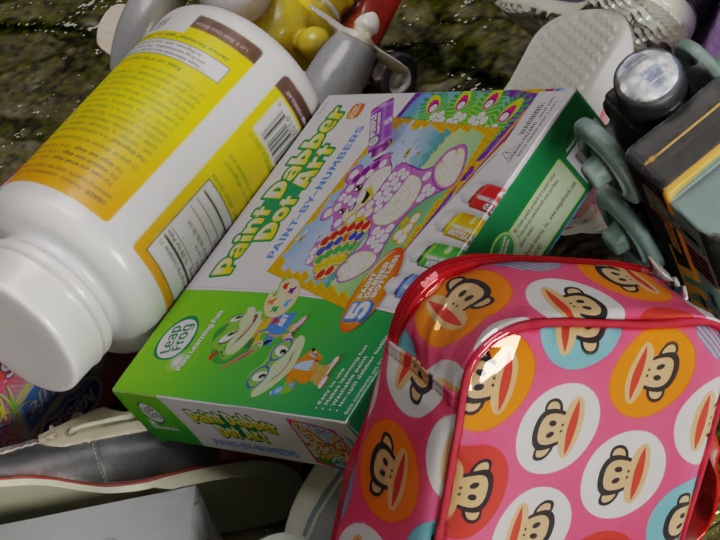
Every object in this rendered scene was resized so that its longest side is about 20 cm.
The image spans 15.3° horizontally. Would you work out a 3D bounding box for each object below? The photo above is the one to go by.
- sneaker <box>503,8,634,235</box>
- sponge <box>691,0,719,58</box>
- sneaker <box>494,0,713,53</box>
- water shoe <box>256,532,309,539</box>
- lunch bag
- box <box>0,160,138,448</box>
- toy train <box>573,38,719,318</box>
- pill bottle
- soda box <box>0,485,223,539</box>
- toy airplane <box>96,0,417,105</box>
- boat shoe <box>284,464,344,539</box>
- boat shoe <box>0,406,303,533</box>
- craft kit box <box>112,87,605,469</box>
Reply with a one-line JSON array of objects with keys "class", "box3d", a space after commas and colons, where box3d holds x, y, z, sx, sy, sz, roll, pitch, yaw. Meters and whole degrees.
[{"class": "sneaker", "box3d": [0.095, -0.043, 1.400, 0.075, 0.105, 0.200, 8, 40, 29]}, {"class": "sponge", "box3d": [0.203, -0.129, 1.403, 0.030, 0.200, 0.112, 21, 44, -4]}, {"class": "sneaker", "box3d": [0.153, -0.170, 1.508, 0.100, 0.069, 0.200, -58, 20, -11]}, {"class": "water shoe", "box3d": [-0.069, 0.204, 1.204, 0.079, 0.072, 0.200, 31, 68, 27]}, {"class": "lunch bag", "box3d": [0.083, 0.094, 1.159, 0.175, 0.201, 0.082, 1, 24, -33]}, {"class": "box", "box3d": [-0.196, 0.042, 1.442, 0.099, 0.096, 0.200, 18, 51, 39]}, {"class": "toy train", "box3d": [0.163, -0.017, 1.202, 0.085, 0.200, 0.114, -36, 53, -6]}, {"class": "pill bottle", "box3d": [-0.114, -0.035, 1.366, 0.109, 0.110, 0.200, 15, 53, 38]}, {"class": "soda box", "box3d": [-0.164, 0.166, 1.301, 0.199, 0.064, 0.068, -12, 38, 11]}, {"class": "toy airplane", "box3d": [-0.068, -0.118, 1.544, 0.199, 0.142, 0.200, -11, 39, 11]}, {"class": "boat shoe", "box3d": [0.042, 0.091, 1.245, 0.201, 0.070, 0.072, -47, 48, 20]}, {"class": "boat shoe", "box3d": [-0.125, 0.100, 1.355, 0.199, 0.071, 0.063, -8, 53, 7]}, {"class": "craft kit box", "box3d": [0.000, 0.000, 1.273, 0.197, 0.049, 0.200, 0, 49, 55]}]
